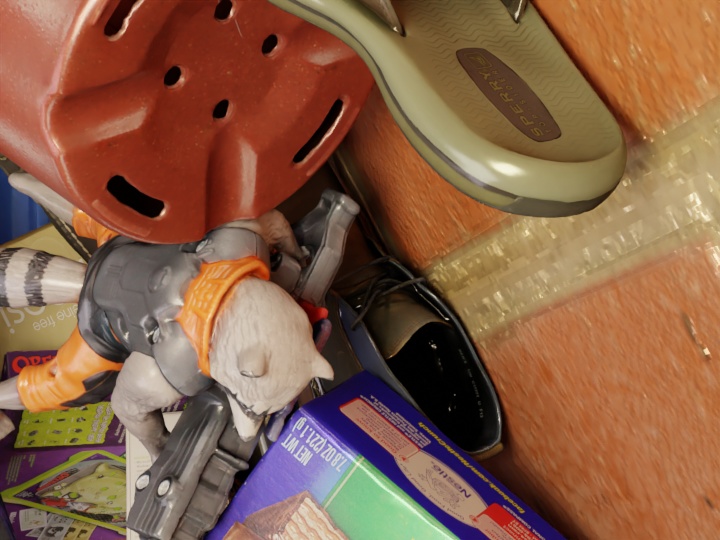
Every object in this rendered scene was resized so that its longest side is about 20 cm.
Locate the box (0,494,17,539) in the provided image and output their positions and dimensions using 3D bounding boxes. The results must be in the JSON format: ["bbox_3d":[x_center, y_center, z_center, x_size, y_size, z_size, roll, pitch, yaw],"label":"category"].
[{"bbox_3d":[-0.242,0.051,0.980,0.200,0.104,0.148,78,167,-46],"label":"box"}]

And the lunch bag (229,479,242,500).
[{"bbox_3d":[-0.076,0.033,1.182,0.200,0.082,0.176,33,143,58],"label":"lunch bag"}]

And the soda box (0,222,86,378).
[{"bbox_3d":[-0.114,-0.003,1.039,0.200,0.064,0.068,-22,96,31],"label":"soda box"}]

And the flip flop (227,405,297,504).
[{"bbox_3d":[-0.049,0.113,1.028,0.200,0.058,0.081,91,-179,-47],"label":"flip flop"}]

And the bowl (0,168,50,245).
[{"bbox_3d":[-0.150,-0.055,1.169,0.201,0.039,0.201,-15,73,60],"label":"bowl"}]

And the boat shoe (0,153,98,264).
[{"bbox_3d":[-0.145,-0.068,0.976,0.065,0.073,0.200,8,-139,-57],"label":"boat shoe"}]

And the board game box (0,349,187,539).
[{"bbox_3d":[-0.130,0.092,1.091,0.200,0.120,0.032,118,151,-58],"label":"board game box"}]

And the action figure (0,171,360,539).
[{"bbox_3d":[-0.094,0.039,0.847,0.193,0.200,0.105,3,155,43],"label":"action figure"}]

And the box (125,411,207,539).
[{"bbox_3d":[-0.089,0.187,1.042,0.144,0.036,0.200,86,-179,-64],"label":"box"}]

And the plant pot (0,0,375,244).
[{"bbox_3d":[-0.103,-0.121,0.822,0.195,0.201,0.201,39,153,38],"label":"plant pot"}]

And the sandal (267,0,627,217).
[{"bbox_3d":[0.018,-0.099,0.676,0.201,0.080,0.057,47,142,27],"label":"sandal"}]

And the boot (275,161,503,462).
[{"bbox_3d":[0.000,0.000,0.925,0.097,0.075,0.200,-4,113,53],"label":"boot"}]

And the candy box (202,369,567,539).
[{"bbox_3d":[-0.003,0.172,0.873,0.169,0.200,0.077,40,-158,13],"label":"candy box"}]
